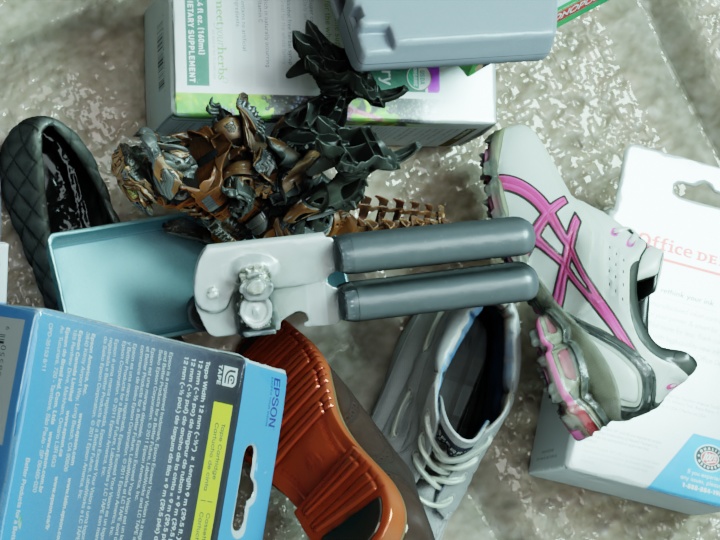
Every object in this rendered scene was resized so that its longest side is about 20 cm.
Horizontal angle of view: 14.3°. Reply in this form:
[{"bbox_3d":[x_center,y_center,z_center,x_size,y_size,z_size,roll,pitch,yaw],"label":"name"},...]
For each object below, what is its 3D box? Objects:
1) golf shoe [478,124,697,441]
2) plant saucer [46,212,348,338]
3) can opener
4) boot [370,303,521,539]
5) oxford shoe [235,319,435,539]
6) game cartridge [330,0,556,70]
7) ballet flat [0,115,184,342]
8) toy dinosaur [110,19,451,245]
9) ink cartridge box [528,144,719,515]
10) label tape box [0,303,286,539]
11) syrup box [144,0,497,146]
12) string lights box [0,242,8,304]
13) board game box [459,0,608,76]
[{"bbox_3d":[0.131,-0.002,1.667,0.092,0.073,0.201,-23,64,8],"label":"golf shoe"},{"bbox_3d":[-0.093,0.001,1.651,0.199,0.019,0.070,-11,86,-39],"label":"plant saucer"},{"bbox_3d":[0.000,0.000,1.614,0.198,0.066,0.053,-6,101,-5],"label":"can opener"},{"bbox_3d":[0.037,0.106,1.666,0.073,0.096,0.201,19,77,-13],"label":"boot"},{"bbox_3d":[-0.017,0.106,1.633,0.071,0.200,0.072,-43,135,14],"label":"oxford shoe"},{"bbox_3d":[0.037,-0.199,1.633,0.132,0.041,0.201,-6,57,-16],"label":"game cartridge"},{"bbox_3d":[-0.152,0.006,1.643,0.066,0.057,0.201,-29,91,-18],"label":"ballet flat"},{"bbox_3d":[-0.039,-0.057,1.619,0.199,0.136,0.102,-6,55,-45],"label":"toy dinosaur"},{"bbox_3d":[0.182,0.037,1.736,0.115,0.067,0.201,15,78,-14],"label":"ink cartridge box"},{"bbox_3d":[-0.134,0.104,1.544,0.199,0.066,0.144,16,81,-50],"label":"label tape box"},{"bbox_3d":[-0.023,-0.119,1.688,0.199,0.081,0.079,1,82,-15],"label":"syrup box"},{"bbox_3d":[-0.230,0.081,1.565,0.059,0.103,0.202,1,93,-16],"label":"string lights box"},{"bbox_3d":[0.051,-0.216,1.699,0.134,0.029,0.200,-29,68,-33],"label":"board game box"}]
